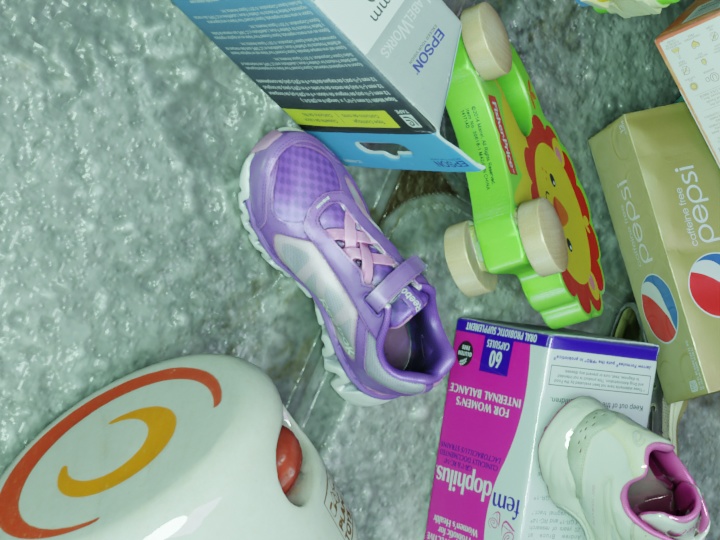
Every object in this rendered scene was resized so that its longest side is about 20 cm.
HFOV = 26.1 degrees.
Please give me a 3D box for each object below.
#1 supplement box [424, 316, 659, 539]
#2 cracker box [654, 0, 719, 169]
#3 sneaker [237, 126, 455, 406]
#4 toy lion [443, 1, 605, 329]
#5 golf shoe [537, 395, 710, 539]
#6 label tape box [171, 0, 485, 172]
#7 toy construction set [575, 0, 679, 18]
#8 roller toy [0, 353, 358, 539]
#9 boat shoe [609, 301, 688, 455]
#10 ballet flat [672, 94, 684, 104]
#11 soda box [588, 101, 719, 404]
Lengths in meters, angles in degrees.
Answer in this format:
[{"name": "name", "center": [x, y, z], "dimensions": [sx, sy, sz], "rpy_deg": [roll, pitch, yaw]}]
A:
[{"name": "supplement box", "center": [0.118, 0.139, 1.044], "dimensions": [0.103, 0.101, 0.200], "rpy_deg": [7, 91, -35]}, {"name": "cracker box", "center": [0.295, -0.106, 1.085], "dimensions": [0.200, 0.058, 0.134], "rpy_deg": [60, 40, -12]}, {"name": "sneaker", "center": [0.000, 0.000, 0.957], "dimensions": [0.080, 0.088, 0.200], "rpy_deg": [-38, 113, -24]}, {"name": "toy lion", "center": [0.105, -0.061, 1.005], "dimensions": [0.192, 0.069, 0.200], "rpy_deg": [-2, 76, -66]}, {"name": "golf shoe", "center": [0.183, 0.170, 0.977], "dimensions": [0.075, 0.092, 0.200], "rpy_deg": [-44, 119, -25]}, {"name": "label tape box", "center": [-0.019, -0.141, 0.894], "dimensions": [0.200, 0.143, 0.066], "rpy_deg": [41, 73, -30]}, {"name": "toy construction set", "center": [0.198, -0.260, 1.071], "dimensions": [0.131, 0.092, 0.200], "rpy_deg": [25, 92, -33]}, {"name": "roller toy", "center": [-0.098, 0.148, 0.844], "dimensions": [0.182, 0.200, 0.140], "rpy_deg": [-44, 118, -30]}, {"name": "boat shoe", "center": [0.190, 0.119, 1.115], "dimensions": [0.066, 0.072, 0.201], "rpy_deg": [18, 79, -29]}, {"name": "ballet flat", "center": [0.276, -0.047, 1.155], "dimensions": [0.074, 0.074, 0.200], "rpy_deg": [-30, 101, -29]}, {"name": "soda box", "center": [0.224, -0.013, 1.077], "dimensions": [0.064, 0.068, 0.200], "rpy_deg": [-14, 82, -17]}]
